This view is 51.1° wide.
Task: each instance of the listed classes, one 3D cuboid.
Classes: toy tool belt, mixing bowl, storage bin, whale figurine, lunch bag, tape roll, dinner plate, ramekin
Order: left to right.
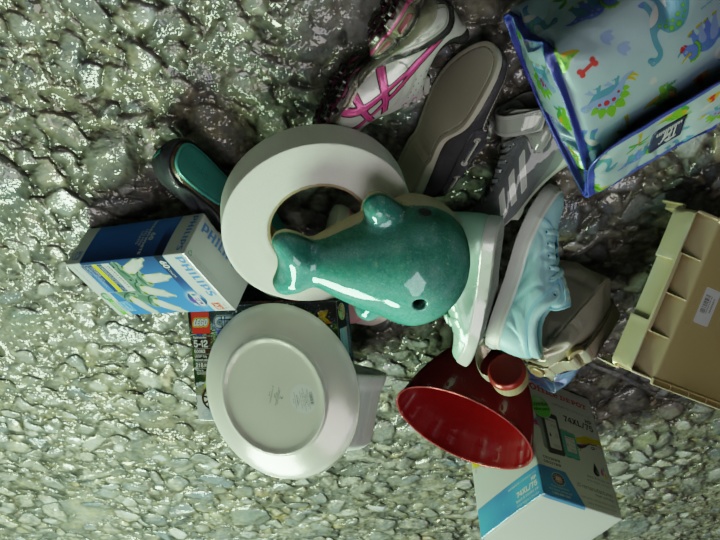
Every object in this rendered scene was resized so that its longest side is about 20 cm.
[{"bbox_3d":[-0.094,0.139,0.845,0.196,0.024,0.204,3,99,21],"label":"dinner plate"},{"bbox_3d":[-0.068,0.170,0.992,0.196,0.100,0.200,7,178,0],"label":"ramekin"},{"bbox_3d":[-0.044,-0.053,0.773,0.199,0.037,0.205,-7,133,-8],"label":"tape roll"},{"bbox_3d":[0.013,0.000,0.738,0.196,0.105,0.161,-3,133,-11],"label":"whale figurine"},{"bbox_3d":[0.160,0.175,1.043,0.197,0.109,0.201,22,150,13],"label":"mixing bowl"},{"bbox_3d":[0.241,0.095,0.952,0.200,0.124,0.123,-49,143,-14],"label":"toy tool belt"},{"bbox_3d":[0.249,-0.178,0.684,0.168,0.128,0.201,-29,130,8],"label":"lunch bag"},{"bbox_3d":[0.403,0.047,0.882,0.196,0.094,0.203,20,95,-19],"label":"storage bin"}]

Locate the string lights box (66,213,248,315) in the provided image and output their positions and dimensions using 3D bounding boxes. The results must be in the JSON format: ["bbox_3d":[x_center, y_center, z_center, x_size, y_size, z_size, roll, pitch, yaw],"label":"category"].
[{"bbox_3d":[-0.234,-0.003,0.877,0.197,0.060,0.103,-4,139,34],"label":"string lights box"}]

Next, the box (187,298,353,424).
[{"bbox_3d":[-0.104,0.105,0.877,0.196,0.038,0.139,-4,95,22],"label":"box"}]

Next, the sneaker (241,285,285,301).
[{"bbox_3d":[-0.113,0.080,0.947,0.197,0.072,0.084,13,132,30],"label":"sneaker"}]

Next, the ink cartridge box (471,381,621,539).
[{"bbox_3d":[0.262,0.289,1.116,0.145,0.202,0.147,21,130,-21],"label":"ink cartridge box"}]

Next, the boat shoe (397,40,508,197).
[{"bbox_3d":[0.102,-0.149,0.783,0.062,0.073,0.201,0,141,-30],"label":"boat shoe"}]

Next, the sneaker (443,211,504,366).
[{"bbox_3d":[0.095,0.014,0.863,0.116,0.074,0.203,14,127,18],"label":"sneaker"}]

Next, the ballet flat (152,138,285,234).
[{"bbox_3d":[-0.159,-0.076,0.851,0.072,0.074,0.200,-24,136,22],"label":"ballet flat"}]

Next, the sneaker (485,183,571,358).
[{"bbox_3d":[0.212,0.006,0.870,0.081,0.074,0.203,20,104,20],"label":"sneaker"}]

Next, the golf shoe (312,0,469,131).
[{"bbox_3d":[0.023,-0.179,0.737,0.091,0.073,0.200,25,130,-23],"label":"golf shoe"}]

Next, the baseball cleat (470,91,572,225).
[{"bbox_3d":[0.163,-0.119,0.816,0.106,0.070,0.200,37,121,-15],"label":"baseball cleat"}]

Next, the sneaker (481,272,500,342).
[{"bbox_3d":[0.147,0.025,0.944,0.078,0.075,0.201,-24,131,15],"label":"sneaker"}]

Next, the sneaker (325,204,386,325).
[{"bbox_3d":[0.000,0.000,0.914,0.103,0.076,0.202,9,142,-3],"label":"sneaker"}]
